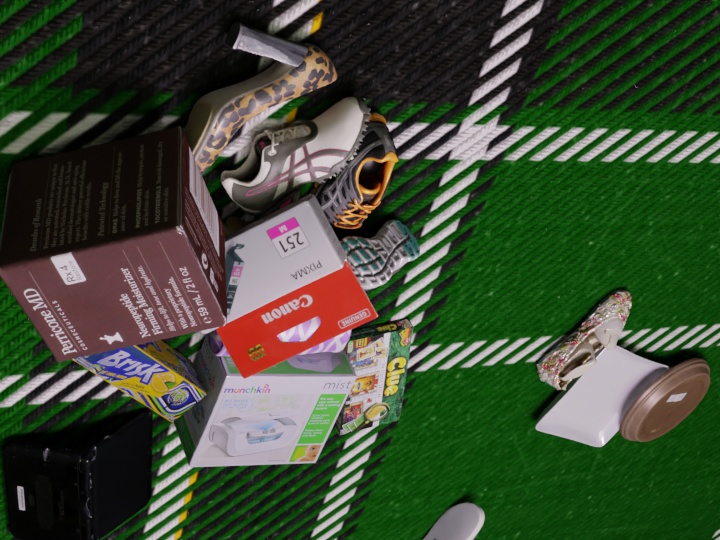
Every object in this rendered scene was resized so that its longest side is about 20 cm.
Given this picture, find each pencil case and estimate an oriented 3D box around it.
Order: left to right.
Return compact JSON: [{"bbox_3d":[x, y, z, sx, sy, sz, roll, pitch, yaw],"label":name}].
[{"bbox_3d":[-0.107,0.068,1.558,0.200,0.086,0.084,1,134,-31],"label":"pencil case"}]

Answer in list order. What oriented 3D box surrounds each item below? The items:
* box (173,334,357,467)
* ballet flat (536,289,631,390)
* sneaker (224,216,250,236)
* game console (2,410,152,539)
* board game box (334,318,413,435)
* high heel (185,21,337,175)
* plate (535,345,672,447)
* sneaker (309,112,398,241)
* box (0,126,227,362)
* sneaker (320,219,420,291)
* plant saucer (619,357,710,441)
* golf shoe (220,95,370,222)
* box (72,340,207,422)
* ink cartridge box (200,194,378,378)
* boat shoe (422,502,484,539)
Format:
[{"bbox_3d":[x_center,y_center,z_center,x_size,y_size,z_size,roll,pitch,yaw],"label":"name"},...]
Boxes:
[{"bbox_3d":[-0.134,0.176,1.633,0.200,0.097,0.177,4,128,-31],"label":"box"},{"bbox_3d":[0.370,0.119,1.889,0.200,0.064,0.076,-46,134,14],"label":"ballet flat"},{"bbox_3d":[-0.119,0.007,1.511,0.200,0.075,0.090,31,108,-34],"label":"sneaker"},{"bbox_3d":[-0.390,0.285,1.641,0.176,0.116,0.200,10,128,1],"label":"game console"},{"bbox_3d":[0.019,0.161,1.759,0.105,0.023,0.200,-14,134,-21],"label":"board game box"},{"bbox_3d":[-0.115,-0.173,1.347,0.143,0.071,0.200,13,114,-34],"label":"high heel"},{"bbox_3d":[0.412,0.210,2.017,0.200,0.032,0.200,20,116,-41],"label":"plate"},{"bbox_3d":[-0.009,-0.097,1.473,0.078,0.077,0.200,-4,132,-29],"label":"sneaker"},{"bbox_3d":[-0.263,-0.028,1.289,0.200,0.164,0.166,-13,138,5],"label":"box"},{"bbox_3d":[0.000,0.000,1.524,0.091,0.078,0.200,-41,168,33],"label":"sneaker"},{"bbox_3d":[0.545,0.236,2.090,0.200,0.029,0.200,-25,144,-20],"label":"plant saucer"},{"bbox_3d":[-0.074,-0.140,1.401,0.200,0.077,0.088,-43,128,11],"label":"golf shoe"},{"bbox_3d":[-0.288,0.115,1.508,0.064,0.070,0.200,-40,136,7],"label":"box"},{"bbox_3d":[-0.105,0.028,1.422,0.200,0.044,0.174,-26,102,14],"label":"ink cartridge box"},{"bbox_3d":[0.160,0.483,2.097,0.064,0.071,0.200,18,126,-38],"label":"boat shoe"}]
